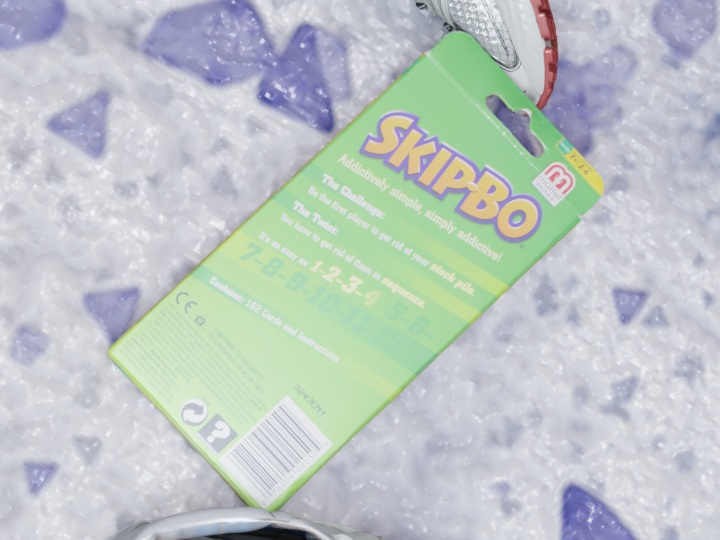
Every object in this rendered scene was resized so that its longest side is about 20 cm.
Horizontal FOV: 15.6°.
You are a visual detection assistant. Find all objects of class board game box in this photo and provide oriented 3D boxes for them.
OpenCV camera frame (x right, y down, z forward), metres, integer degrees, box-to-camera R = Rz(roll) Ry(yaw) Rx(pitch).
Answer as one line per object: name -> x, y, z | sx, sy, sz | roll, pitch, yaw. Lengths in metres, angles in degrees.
board game box -> 0.000, 0.000, 1.085 | 0.200, 0.030, 0.096 | -43, 92, -5

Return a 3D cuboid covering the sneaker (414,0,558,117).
sneaker -> 0.014, -0.147, 1.117 | 0.082, 0.078, 0.200 | -37, 94, 9

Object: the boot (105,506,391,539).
boot -> -0.005, 0.136, 1.036 | 0.200, 0.096, 0.074 | 8, 78, -13
